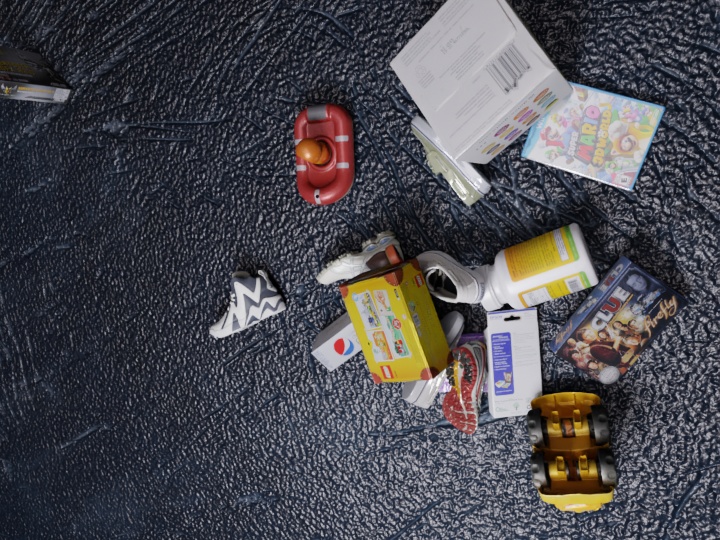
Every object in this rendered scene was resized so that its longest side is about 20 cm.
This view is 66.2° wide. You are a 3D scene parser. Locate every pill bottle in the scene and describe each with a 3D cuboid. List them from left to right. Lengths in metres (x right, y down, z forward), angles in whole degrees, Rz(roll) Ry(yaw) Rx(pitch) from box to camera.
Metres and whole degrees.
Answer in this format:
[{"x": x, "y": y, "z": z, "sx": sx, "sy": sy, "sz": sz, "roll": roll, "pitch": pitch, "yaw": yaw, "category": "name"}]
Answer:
[{"x": 0.308, "y": 0.003, "z": 0.986, "sx": 0.197, "sy": 0.111, "sz": 0.113, "roll": -22, "pitch": 89, "yaw": 24, "category": "pill bottle"}]

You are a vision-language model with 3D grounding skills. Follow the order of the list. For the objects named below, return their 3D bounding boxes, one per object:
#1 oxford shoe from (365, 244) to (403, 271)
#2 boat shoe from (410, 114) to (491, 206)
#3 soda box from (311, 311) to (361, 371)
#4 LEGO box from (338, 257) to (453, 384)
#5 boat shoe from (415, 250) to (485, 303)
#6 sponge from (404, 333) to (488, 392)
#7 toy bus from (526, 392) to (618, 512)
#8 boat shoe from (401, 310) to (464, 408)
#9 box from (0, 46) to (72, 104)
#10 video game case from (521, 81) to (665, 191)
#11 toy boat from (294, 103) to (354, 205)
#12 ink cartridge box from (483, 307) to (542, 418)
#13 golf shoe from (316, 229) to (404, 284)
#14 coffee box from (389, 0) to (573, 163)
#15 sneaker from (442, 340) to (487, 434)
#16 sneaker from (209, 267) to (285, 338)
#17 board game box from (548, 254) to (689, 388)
[{"x": 0.078, "y": 0.050, "z": 1.095, "sx": 0.072, "sy": 0.071, "sz": 0.202, "roll": -26, "pitch": 103, "yaw": 9, "category": "oxford shoe"}, {"x": 0.159, "y": -0.208, "z": 1.043, "sx": 0.200, "sy": 0.072, "sz": 0.062, "roll": 47, "pitch": 109, "yaw": 8, "category": "boat shoe"}, {"x": -0.010, "y": 0.122, "z": 1.153, "sx": 0.199, "sy": 0.068, "sz": 0.064, "roll": -38, "pitch": 108, "yaw": 23, "category": "soda box"}, {"x": 0.063, "y": 0.097, "z": 1.009, "sx": 0.148, "sy": 0.077, "sz": 0.203, "roll": -14, "pitch": 99, "yaw": 46, "category": "LEGO box"}, {"x": 0.144, "y": 0.015, "z": 1.022, "sx": 0.200, "sy": 0.065, "sz": 0.073, "roll": 37, "pitch": 126, "yaw": 56, "category": "boat shoe"}, {"x": 0.180, "y": 0.187, "z": 1.110, "sx": 0.196, "sy": 0.030, "sz": 0.114, "roll": -6, "pitch": 95, "yaw": 24, "category": "sponge"}, {"x": 0.372, "y": 0.348, "z": 0.964, "sx": 0.133, "sy": 0.201, "sz": 0.194, "roll": -8, "pitch": 124, "yaw": 19, "category": "toy bus"}, {"x": 0.155, "y": 0.177, "z": 1.070, "sx": 0.065, "sy": 0.072, "sz": 0.202, "roll": 27, "pitch": 94, "yaw": -14, "category": "boat shoe"}, {"x": -0.851, "y": -0.488, "z": 1.367, "sx": 0.158, "sy": 0.199, "sz": 0.049, "roll": 46, "pitch": 115, "yaw": 12, "category": "box"}, {"x": 0.400, "y": -0.240, "z": 0.964, "sx": 0.197, "sy": 0.018, "sz": 0.146, "roll": 23, "pitch": 106, "yaw": 19, "category": "video game case"}, {"x": -0.086, "y": -0.235, "z": 1.111, "sx": 0.128, "sy": 0.130, "sz": 0.204, "roll": 0, "pitch": 97, "yaw": 23, "category": "toy boat"}, {"x": 0.287, "y": 0.170, "z": 1.040, "sx": 0.097, "sy": 0.039, "sz": 0.204, "roll": -4, "pitch": 97, "yaw": -1, "category": "ink cartridge box"}, {"x": 0.000, "y": 0.000, "z": 1.140, "sx": 0.198, "sy": 0.078, "sz": 0.098, "roll": -27, "pitch": 92, "yaw": 25, "category": "golf shoe"}, {"x": 0.207, "y": -0.325, "z": 0.929, "sx": 0.199, "sy": 0.197, "sz": 0.202, "roll": -39, "pitch": 79, "yaw": 27, "category": "coffee box"}, {"x": 0.209, "y": 0.224, "z": 1.046, "sx": 0.077, "sy": 0.082, "sz": 0.203, "roll": 23, "pitch": 126, "yaw": 36, "category": "sneaker"}, {"x": -0.277, "y": 0.066, "z": 1.263, "sx": 0.197, "sy": 0.079, "sz": 0.132, "roll": -25, "pitch": 86, "yaw": 24, "category": "sneaker"}, {"x": 0.441, "y": 0.092, "z": 0.953, "sx": 0.134, "sy": 0.035, "sz": 0.202, "roll": 29, "pitch": 109, "yaw": -11, "category": "board game box"}]
